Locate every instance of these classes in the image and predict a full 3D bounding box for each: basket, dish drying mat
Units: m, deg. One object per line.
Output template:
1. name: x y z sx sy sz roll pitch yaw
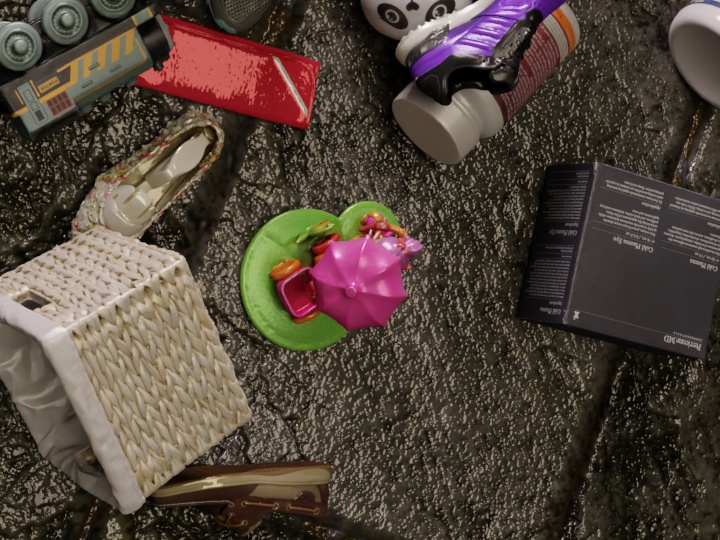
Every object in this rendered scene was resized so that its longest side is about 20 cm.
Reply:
1. basket: -0.236 0.082 1.509 0.161 0.198 0.201 -35 119 -24
2. dish drying mat: -0.137 -0.204 1.657 0.199 0.018 0.077 13 87 -25

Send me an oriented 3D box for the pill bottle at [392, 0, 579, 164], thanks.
1. pill bottle: 0.132 -0.216 1.733 0.200 0.114 0.114 -47 110 -17

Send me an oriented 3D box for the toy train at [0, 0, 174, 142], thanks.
1. toy train: -0.275 -0.210 1.557 0.200 0.085 0.114 -33 110 -18

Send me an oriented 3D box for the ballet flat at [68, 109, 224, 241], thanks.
1. ballet flat: -0.210 -0.086 1.602 0.076 0.064 0.200 46 74 -20

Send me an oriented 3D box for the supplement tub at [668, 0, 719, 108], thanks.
1. supplement tub: 0.471 -0.293 1.874 0.200 0.145 0.145 -41 108 -19

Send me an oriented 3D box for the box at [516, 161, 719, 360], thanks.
1. box: 0.299 -0.009 1.825 0.199 0.104 0.183 15 84 -25

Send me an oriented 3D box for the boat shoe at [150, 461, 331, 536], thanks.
1. boat shoe: -0.121 0.237 1.654 0.199 0.072 0.072 -1 91 -32

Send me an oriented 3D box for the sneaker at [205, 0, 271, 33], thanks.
1. sneaker: -0.088 -0.333 1.636 0.077 0.091 0.201 31 79 -22

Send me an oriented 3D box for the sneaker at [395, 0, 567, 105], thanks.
1. sneaker: 0.144 -0.230 1.639 0.200 0.070 0.100 -30 65 0

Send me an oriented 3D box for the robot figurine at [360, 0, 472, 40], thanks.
1. robot figurine: 0.054 -0.339 1.683 0.124 0.150 0.201 -8 95 -38

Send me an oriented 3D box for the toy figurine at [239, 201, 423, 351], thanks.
1. toy figurine: 0.000 0.000 1.639 0.200 0.184 0.151 -32 105 -22
